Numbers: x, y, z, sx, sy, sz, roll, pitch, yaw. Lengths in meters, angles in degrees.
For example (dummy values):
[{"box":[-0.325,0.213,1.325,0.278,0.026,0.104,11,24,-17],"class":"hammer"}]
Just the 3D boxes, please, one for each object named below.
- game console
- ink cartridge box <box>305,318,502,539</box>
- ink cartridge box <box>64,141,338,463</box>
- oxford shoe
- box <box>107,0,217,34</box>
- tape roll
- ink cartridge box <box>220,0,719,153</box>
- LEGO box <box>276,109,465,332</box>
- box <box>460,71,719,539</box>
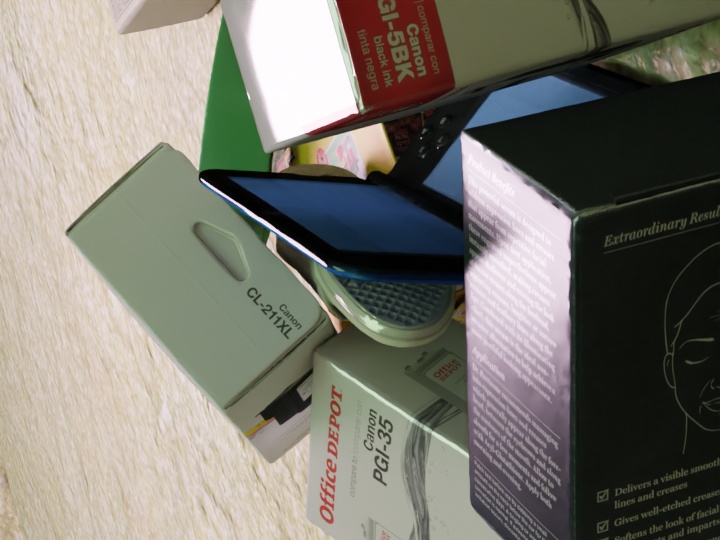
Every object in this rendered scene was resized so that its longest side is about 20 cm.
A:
[{"box":[0.038,-0.063,1.020,0.118,0.171,0.200,37,178,-31],"class":"game console"},{"box":[0.067,0.125,1.135,0.200,0.083,0.147,32,138,29],"class":"ink cartridge box"},{"box":[-0.084,0.024,1.202,0.146,0.083,0.200,47,175,14],"class":"ink cartridge box"},{"box":[0.000,0.000,1.120,0.200,0.075,0.058,-131,41,-58],"class":"oxford shoe"},{"box":[-0.143,-0.256,1.544,0.200,0.078,0.095,157,99,-69],"class":"box"},{"box":[-0.072,-0.115,1.361,0.200,0.048,0.201,9,-90,-89],"class":"tape roll"},{"box":[0.054,-0.126,0.943,0.147,0.200,0.083,-10,96,70],"class":"ink cartridge box"},{"box":[0.027,-0.041,1.238,0.200,0.077,0.149,132,121,-65],"class":"LEGO box"},{"box":[0.134,0.029,0.902,0.107,0.148,0.200,-137,39,-55],"class":"box"}]
